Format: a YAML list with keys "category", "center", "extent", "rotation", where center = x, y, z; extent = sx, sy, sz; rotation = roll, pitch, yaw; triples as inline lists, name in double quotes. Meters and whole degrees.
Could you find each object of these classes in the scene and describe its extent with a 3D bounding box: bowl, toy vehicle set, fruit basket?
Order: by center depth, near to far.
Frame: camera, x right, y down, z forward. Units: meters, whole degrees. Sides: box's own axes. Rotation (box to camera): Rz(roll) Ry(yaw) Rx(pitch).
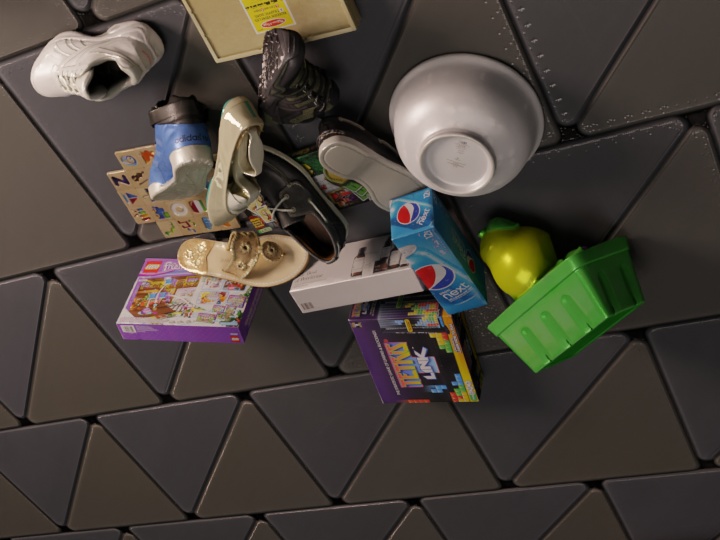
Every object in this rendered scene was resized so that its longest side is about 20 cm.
- category: "toy vehicle set"
  center: [-0.112, -0.323, 1.310]
  extent: [0.197, 0.027, 0.125]
  rotation: [-7, 133, 24]
- category: "bowl"
  center: [0.125, -0.159, 1.364]
  extent: [0.197, 0.091, 0.203]
  rotation: [8, 138, 8]
- category: "fruit basket"
  center: [0.253, 0.010, 1.495]
  extent: [0.214, 0.154, 0.220]
  rotation: [17, 114, 44]

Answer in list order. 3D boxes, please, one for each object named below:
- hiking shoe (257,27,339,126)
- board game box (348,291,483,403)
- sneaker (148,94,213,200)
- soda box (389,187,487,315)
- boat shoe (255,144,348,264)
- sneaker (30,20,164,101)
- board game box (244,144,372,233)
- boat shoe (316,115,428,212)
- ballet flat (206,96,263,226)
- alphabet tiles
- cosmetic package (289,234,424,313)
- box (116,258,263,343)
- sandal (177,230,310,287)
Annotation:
- category: "hiking shoe"
  center: [-0.072, -0.235, 1.342]
  extent: [0.099, 0.077, 0.200]
  rotation: [1, 167, -10]
- category: "board game box"
  center: [0.088, 0.121, 1.693]
  extent: [0.163, 0.057, 0.202]
  rotation: [-5, 133, 20]
- category: "sneaker"
  center: [-0.247, -0.168, 1.482]
  extent: [0.075, 0.113, 0.200]
  rotation: [-7, 169, -20]
- category: "soda box"
  center: [0.108, -0.023, 1.493]
  extent: [0.063, 0.069, 0.200]
  rotation: [-17, 142, 20]
- category: "boat shoe"
  center: [-0.094, -0.091, 1.482]
  extent: [0.071, 0.068, 0.200]
  rotation: [-28, 117, 36]
- category: "sneaker"
  center: [-0.350, -0.253, 1.401]
  extent: [0.197, 0.100, 0.078]
  rotation: [-12, 131, 27]
- category: "board game box"
  center: [-0.082, -0.116, 1.518]
  extent: [0.197, 0.024, 0.105]
  rotation: [-15, 127, 27]
- category: "boat shoe"
  center: [0.019, -0.136, 1.440]
  extent: [0.198, 0.061, 0.074]
  rotation: [25, 131, -36]
- category: "ballet flat"
  center: [-0.155, -0.125, 1.408]
  extent: [0.068, 0.070, 0.202]
  rotation: [14, 132, 2]
- category: "alphabet tiles"
  center: [-0.261, -0.116, 1.588]
  extent: [0.197, 0.006, 0.168]
  rotation: [-6, 132, 23]
- category: "cosmetic package"
  center: [0.000, 0.000, 1.575]
  extent: [0.197, 0.083, 0.051]
  rotation: [-12, 129, 26]
- category: "box"
  center: [-0.250, 0.044, 1.655]
  extent: [0.196, 0.138, 0.039]
  rotation: [1, 136, 16]
- category: "sandal"
  center: [-0.182, -0.022, 1.597]
  extent: [0.208, 0.079, 0.070]
  rotation: [1, 168, 21]
